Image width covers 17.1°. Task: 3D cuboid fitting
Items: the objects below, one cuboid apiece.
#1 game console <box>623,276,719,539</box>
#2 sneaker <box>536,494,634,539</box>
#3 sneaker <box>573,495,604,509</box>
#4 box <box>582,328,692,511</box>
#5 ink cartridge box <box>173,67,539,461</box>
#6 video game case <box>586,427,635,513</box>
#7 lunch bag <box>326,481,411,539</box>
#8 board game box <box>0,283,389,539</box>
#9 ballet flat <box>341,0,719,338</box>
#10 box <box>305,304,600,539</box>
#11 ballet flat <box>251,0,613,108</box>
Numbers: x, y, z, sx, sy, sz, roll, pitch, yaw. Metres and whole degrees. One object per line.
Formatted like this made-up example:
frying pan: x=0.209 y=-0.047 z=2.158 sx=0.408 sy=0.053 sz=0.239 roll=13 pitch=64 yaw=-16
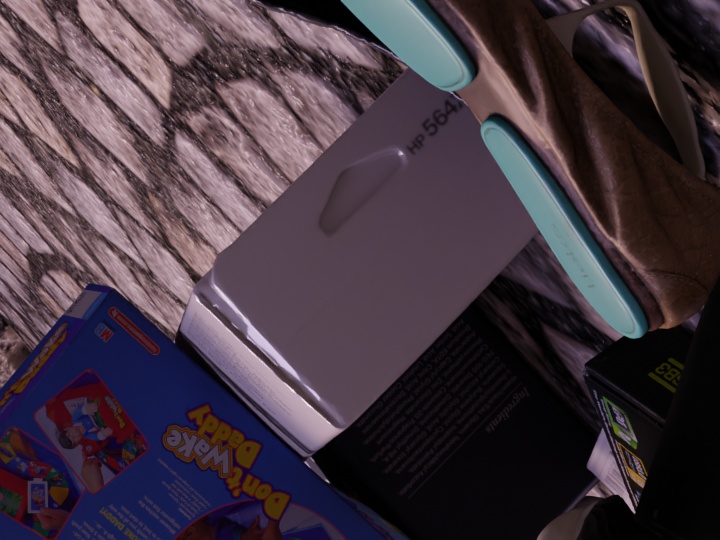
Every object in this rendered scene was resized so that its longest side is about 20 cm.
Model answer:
game console: x=0.191 y=0.105 z=0.792 sx=0.116 sy=0.177 sz=0.200 roll=15 pitch=-175 yaw=-32
sneaker: x=0.081 y=0.140 z=0.930 sx=0.071 sy=0.093 sz=0.200 roll=63 pitch=-171 yaw=12
sneaker: x=0.149 y=0.176 z=1.173 sx=0.067 sy=0.203 sz=0.108 roll=17 pitch=136 yaw=-21
box: x=0.184 y=0.137 z=0.972 sx=0.193 sy=0.047 sz=0.201 roll=40 pitch=158 yaw=53
ink cartridge box: x=0.000 y=0.000 z=1.005 sx=0.084 sy=0.146 sz=0.200 roll=44 pitch=169 yaw=0
video game case: x=0.189 y=0.141 z=1.123 sx=0.200 sy=0.018 sz=0.143 roll=44 pitch=167 yaw=12
lunch bag: x=-0.061 y=0.118 z=1.153 sx=0.200 sy=0.094 sz=0.150 roll=44 pitch=172 yaw=-36
board game box: x=-0.081 y=0.122 z=1.017 sx=0.200 sy=0.135 sz=0.045 roll=44 pitch=168 yaw=-17
ballet flat: x=0.054 y=-0.071 z=0.763 sx=0.200 sy=0.072 sz=0.068 roll=49 pitch=169 yaw=-7
box: x=0.016 y=0.069 z=1.275 sx=0.200 sy=0.107 sz=0.148 roll=46 pitch=167 yaw=-2
ballet flat: x=0.037 y=-0.069 z=0.870 sx=0.200 sy=0.057 sz=0.067 roll=41 pitch=168 yaw=26
